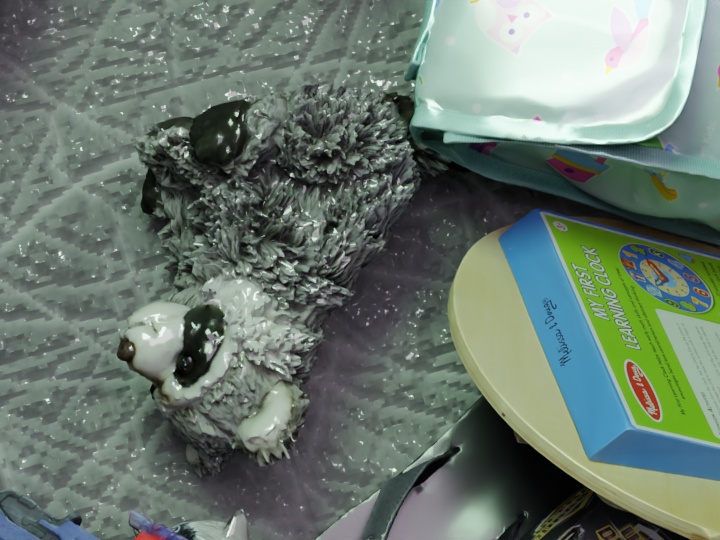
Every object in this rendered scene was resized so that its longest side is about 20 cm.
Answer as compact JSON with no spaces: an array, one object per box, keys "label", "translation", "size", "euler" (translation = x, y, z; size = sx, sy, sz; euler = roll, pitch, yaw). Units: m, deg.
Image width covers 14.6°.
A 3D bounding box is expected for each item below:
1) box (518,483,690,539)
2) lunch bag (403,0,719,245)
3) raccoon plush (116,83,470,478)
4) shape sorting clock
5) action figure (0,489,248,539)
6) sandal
[{"label":"box","translation":[0.086,0.208,1.016],"size":[0.198,0.050,0.200],"euler":[-41,97,-19]},{"label":"lunch bag","translation":[0.119,-0.107,1.072],"size":[0.199,0.122,0.171],"euler":[14,79,-20]},{"label":"raccoon plush","translation":[0.000,0.000,1.067],"size":[0.199,0.097,0.135],"euler":[-11,83,-12]},{"label":"shape sorting clock","translation":[0.125,0.043,1.045],"size":[0.199,0.039,0.200],"euler":[20,29,-12]},{"label":"action figure","translation":[-0.117,0.152,1.019],"size":[0.193,0.105,0.200],"euler":[-40,53,-23]},{"label":"sandal","translation":[0.029,0.104,1.061],"size":[0.076,0.043,0.200],"euler":[38,72,4]}]
